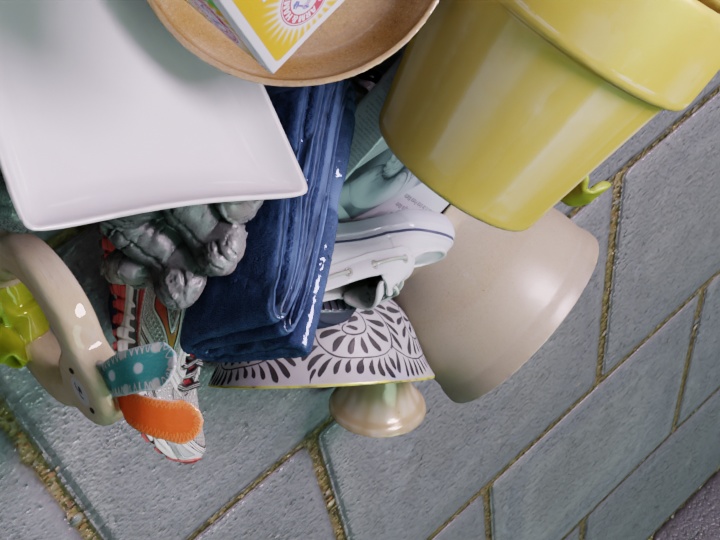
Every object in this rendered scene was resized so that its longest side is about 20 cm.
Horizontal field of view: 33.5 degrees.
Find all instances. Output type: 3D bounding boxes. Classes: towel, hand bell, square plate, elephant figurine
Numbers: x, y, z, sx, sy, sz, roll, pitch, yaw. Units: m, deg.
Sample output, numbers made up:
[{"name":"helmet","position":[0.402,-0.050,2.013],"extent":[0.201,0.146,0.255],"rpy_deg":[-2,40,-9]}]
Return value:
[{"name":"towel","position":[-0.064,-0.040,0.801],"extent":[0.048,0.111,0.203],"rpy_deg":[32,58,-43]},{"name":"hand bell","position":[0.021,0.056,1.200],"extent":[0.103,0.104,0.203],"rpy_deg":[-23,129,-36]},{"name":"square plate","position":[-0.142,-0.117,0.680],"extent":[0.198,0.200,0.028],"rpy_deg":[-11,162,-46]},{"name":"elephant figurine","position":[-0.162,-0.073,0.728],"extent":[0.199,0.155,0.143],"rpy_deg":[31,87,-39]}]

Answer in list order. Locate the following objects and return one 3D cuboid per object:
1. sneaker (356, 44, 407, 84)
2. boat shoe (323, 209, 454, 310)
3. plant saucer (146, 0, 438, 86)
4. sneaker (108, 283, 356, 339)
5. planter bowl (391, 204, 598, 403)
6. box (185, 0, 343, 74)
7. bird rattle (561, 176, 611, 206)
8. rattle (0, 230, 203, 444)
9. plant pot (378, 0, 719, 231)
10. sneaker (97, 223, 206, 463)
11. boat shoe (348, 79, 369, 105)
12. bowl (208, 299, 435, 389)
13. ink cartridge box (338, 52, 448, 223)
[{"name":"sneaker","position":[0.013,-0.174,0.919],"extent":[0.199,0.074,0.080],"rpy_deg":[-12,139,-47]},{"name":"boat shoe","position":[0.000,0.000,0.929],"extent":[0.198,0.068,0.073],"rpy_deg":[-7,160,-38]},{"name":"plant saucer","position":[-0.040,-0.205,0.718],"extent":[0.200,0.200,0.035],"rpy_deg":[-45,177,-6]},{"name":"sneaker","position":[-0.101,0.033,0.952],"extent":[0.197,0.071,0.083],"rpy_deg":[4,129,-13]},{"name":"planter bowl","position":[0.102,0.001,1.103],"extent":[0.201,0.134,0.200],"rpy_deg":[-48,-171,10]},{"name":"box","position":[-0.089,-0.212,0.610],"extent":[0.101,0.200,0.113],"rpy_deg":[-46,150,-3]},{"name":"bird rattle","position":[0.142,-0.069,1.221],"extent":[0.200,0.113,0.162],"rpy_deg":[-44,141,18]},{"name":"rattle","position":[-0.215,0.067,0.758],"extent":[0.142,0.200,0.131],"rpy_deg":[-16,139,-43]},{"name":"plant pot","position":[0.114,-0.138,0.778],"extent":[0.199,0.201,0.190],"rpy_deg":[0,131,-52]},{"name":"sneaker","position":[-0.131,0.035,0.844],"extent":[0.081,0.203,0.078],"rpy_deg":[-8,-178,4]},{"name":"boat shoe","position":[-0.024,-0.116,0.935],"extent":[0.072,0.070,0.200],"rpy_deg":[-57,152,9]},{"name":"bowl","position":[-0.034,0.051,1.047],"extent":[0.199,0.198,0.096],"rpy_deg":[2,86,-53]},{"name":"ink cartridge box","position":[0.020,-0.071,0.962],"extent":[0.200,0.041,0.199],"rpy_deg":[-45,158,10]}]
